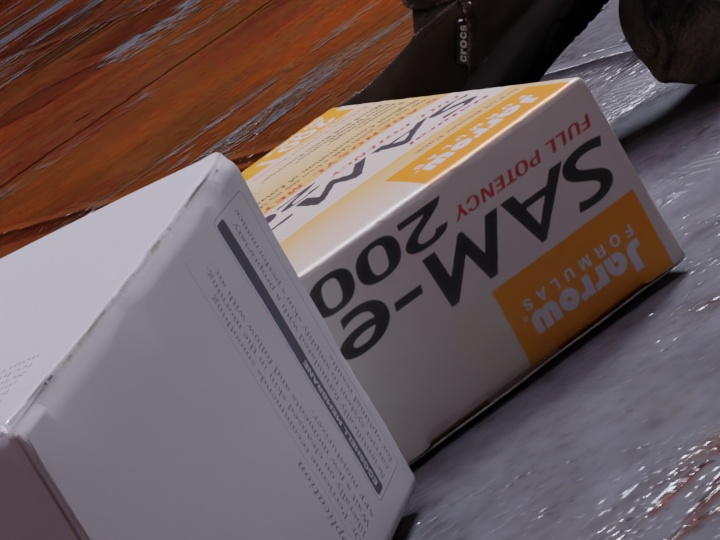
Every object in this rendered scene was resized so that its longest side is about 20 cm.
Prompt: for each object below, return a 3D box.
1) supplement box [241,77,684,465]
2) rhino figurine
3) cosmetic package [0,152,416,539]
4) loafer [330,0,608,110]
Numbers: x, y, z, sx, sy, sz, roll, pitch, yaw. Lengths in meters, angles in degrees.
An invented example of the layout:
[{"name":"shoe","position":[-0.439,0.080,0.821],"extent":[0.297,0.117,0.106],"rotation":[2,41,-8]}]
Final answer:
[{"name":"supplement box","position":[0.000,0.000,0.964],"extent":[0.126,0.074,0.200],"rotation":[-36,14,-20]},{"name":"rhino figurine","position":[0.160,-0.139,1.131],"extent":[0.200,0.060,0.087],"rotation":[-44,-26,-48]},{"name":"cosmetic package","position":[-0.113,0.089,0.765],"extent":[0.199,0.123,0.200],"rotation":[-25,12,21]},{"name":"loafer","position":[0.049,-0.107,1.098],"extent":[0.200,0.071,0.073],"rotation":[-54,-9,10]}]
